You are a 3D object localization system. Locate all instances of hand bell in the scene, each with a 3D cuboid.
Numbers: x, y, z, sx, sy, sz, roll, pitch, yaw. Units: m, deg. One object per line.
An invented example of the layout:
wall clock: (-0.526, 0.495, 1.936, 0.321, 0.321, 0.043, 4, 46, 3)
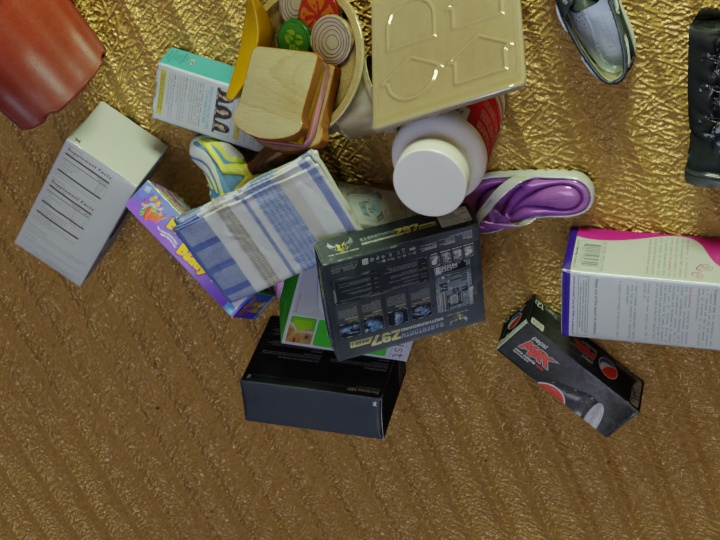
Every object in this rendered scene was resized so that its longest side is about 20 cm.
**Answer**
hand bell: (-0.051, -0.167, 1.615, 0.198, 0.105, 0.105, -26, 114, 19)

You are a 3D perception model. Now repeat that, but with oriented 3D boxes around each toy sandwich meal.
toy sandwich meal: (-0.083, -0.240, 1.559, 0.203, 0.070, 0.209, -2, 86, 35)

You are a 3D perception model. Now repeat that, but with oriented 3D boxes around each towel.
towel: (-0.107, -0.050, 1.589, 0.198, 0.024, 0.148, -25, 126, 13)

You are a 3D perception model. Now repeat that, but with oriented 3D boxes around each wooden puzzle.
wooden puzzle: (0.099, -0.249, 1.488, 0.183, 0.203, 0.046, -14, 146, 25)

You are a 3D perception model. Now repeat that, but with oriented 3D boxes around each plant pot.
plant pot: (-0.425, -0.292, 1.626, 0.199, 0.202, 0.196, -24, 122, 30)

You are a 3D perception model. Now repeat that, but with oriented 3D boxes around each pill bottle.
pill bottle: (0.099, -0.151, 1.540, 0.110, 0.201, 0.114, 8, 126, 11)

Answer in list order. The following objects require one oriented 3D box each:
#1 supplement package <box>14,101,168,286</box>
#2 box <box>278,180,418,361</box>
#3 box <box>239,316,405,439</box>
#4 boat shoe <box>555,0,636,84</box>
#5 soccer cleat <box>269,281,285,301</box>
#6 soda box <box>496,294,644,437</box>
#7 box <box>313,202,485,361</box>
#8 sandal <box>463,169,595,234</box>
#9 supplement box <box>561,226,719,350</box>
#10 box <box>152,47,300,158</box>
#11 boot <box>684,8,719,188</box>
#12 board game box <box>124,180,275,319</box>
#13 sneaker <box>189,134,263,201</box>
supplement package: (-0.357, -0.101, 1.773, 0.109, 0.114, 0.201, 33, 127, -6)
box: (0.000, 0.000, 1.708, 0.174, 0.097, 0.202, 10, 123, -12)
box: (-0.048, 0.145, 1.829, 0.197, 0.142, 0.080, 6, 125, 14)
boat shoe: (0.252, -0.300, 1.477, 0.075, 0.061, 0.201, -23, 114, 29)
soccer cleat: (-0.091, -0.024, 1.770, 0.076, 0.067, 0.202, -1, 120, 36)
soda box: (0.277, 0.127, 1.763, 0.199, 0.064, 0.071, 38, 126, -10)
box: (0.050, 0.015, 1.623, 0.197, 0.051, 0.159, -15, 129, -7)
sandal: (0.189, -0.083, 1.653, 0.200, 0.050, 0.083, -12, 119, 25)
supplement box: (0.350, 0.020, 1.642, 0.197, 0.102, 0.105, 5, 125, 15)
box: (-0.159, -0.207, 1.677, 0.197, 0.049, 0.083, 18, 127, 5)
boot: (0.447, -0.189, 1.497, 0.162, 0.066, 0.203, 3, 120, 13)
board game box: (-0.204, -0.023, 1.730, 0.045, 0.134, 0.200, -45, 83, 3)
sneaker: (-0.168, -0.091, 1.685, 0.199, 0.105, 0.076, 34, 166, 31)
